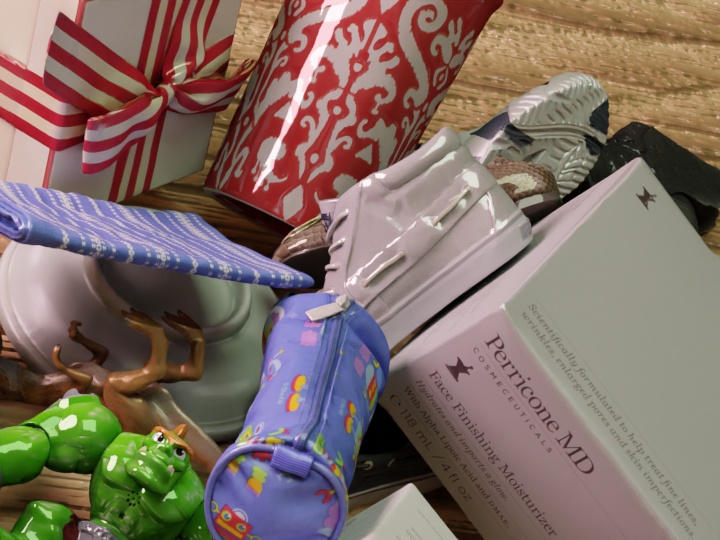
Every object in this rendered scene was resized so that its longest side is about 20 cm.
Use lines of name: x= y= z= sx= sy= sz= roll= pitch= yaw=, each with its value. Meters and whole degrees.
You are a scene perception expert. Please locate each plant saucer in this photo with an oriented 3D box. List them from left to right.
plant saucer: x=-0.124 y=0.018 z=1.757 sx=0.199 sy=0.050 sz=0.201 roll=17 pitch=38 yaw=-13

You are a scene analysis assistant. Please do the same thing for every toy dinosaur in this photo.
toy dinosaur: x=-0.123 y=0.081 z=1.669 sx=0.199 sy=0.107 sz=0.060 roll=26 pitch=14 yaw=6

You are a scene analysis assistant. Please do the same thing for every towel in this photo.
towel: x=-0.143 y=-0.027 z=1.659 sx=0.199 sy=0.024 sz=0.145 roll=10 pitch=9 yaw=-36

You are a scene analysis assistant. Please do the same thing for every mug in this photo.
mug: x=-0.003 y=-0.111 z=1.861 sx=0.133 sy=0.201 sz=0.178 roll=24 pitch=-7 yaw=21

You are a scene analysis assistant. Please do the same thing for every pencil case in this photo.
pencil case: x=-0.031 y=0.083 z=1.590 sx=0.078 sy=0.087 sz=0.200 roll=16 pitch=28 yaw=1

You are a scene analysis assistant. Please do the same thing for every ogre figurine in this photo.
ogre figurine: x=-0.139 y=0.141 z=1.570 sx=0.199 sy=0.098 sz=0.120 roll=24 pitch=52 yaw=21

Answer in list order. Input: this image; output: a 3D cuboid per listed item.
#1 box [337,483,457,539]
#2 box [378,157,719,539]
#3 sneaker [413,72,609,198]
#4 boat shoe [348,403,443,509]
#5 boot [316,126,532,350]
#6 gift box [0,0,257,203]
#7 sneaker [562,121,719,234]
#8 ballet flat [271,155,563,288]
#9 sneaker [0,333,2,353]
box: x=-0.005 y=0.228 z=1.508 sx=0.125 sy=0.097 sz=0.200 roll=51 pitch=36 yaw=-8
box: x=0.146 y=0.076 z=1.725 sx=0.199 sy=0.131 sz=0.200 roll=52 pitch=42 yaw=-4
sneaker: x=0.064 y=-0.069 z=1.903 sx=0.129 sy=0.199 sz=0.080 roll=27 pitch=-18 yaw=51
boat shoe: x=0.013 y=0.095 z=1.736 sx=0.199 sy=0.066 sz=0.070 roll=-14 pitch=52 yaw=-41
boot: x=0.000 y=0.000 z=1.717 sx=0.096 sy=0.200 sz=0.074 roll=53 pitch=3 yaw=-1
gift box: x=-0.183 y=-0.152 z=1.777 sx=0.186 sy=0.201 sz=0.184 roll=32 pitch=38 yaw=26
sneaker: x=0.181 y=-0.069 z=2.047 sx=0.199 sy=0.060 sz=0.105 roll=24 pitch=37 yaw=-14
ballet flat: x=0.033 y=-0.034 z=1.790 sx=0.199 sy=0.067 sz=0.047 roll=-16 pitch=70 yaw=-18
sneaker: x=-0.234 y=0.042 z=1.599 sx=0.075 sy=0.071 sz=0.200 roll=0 pitch=24 yaw=-16
